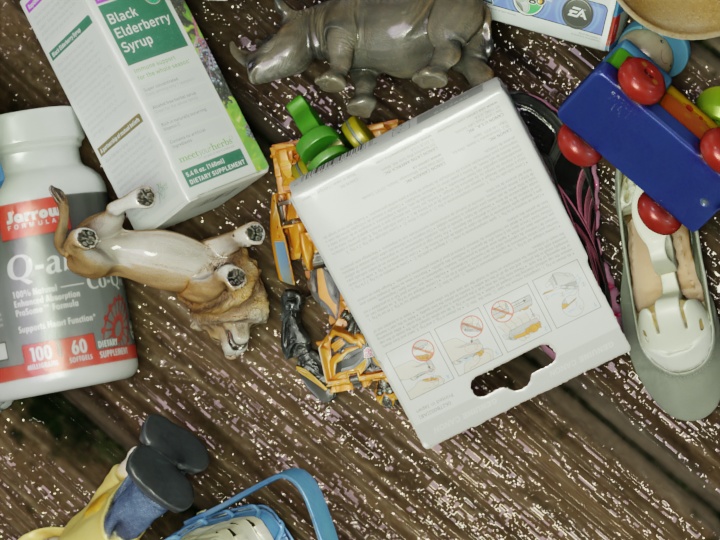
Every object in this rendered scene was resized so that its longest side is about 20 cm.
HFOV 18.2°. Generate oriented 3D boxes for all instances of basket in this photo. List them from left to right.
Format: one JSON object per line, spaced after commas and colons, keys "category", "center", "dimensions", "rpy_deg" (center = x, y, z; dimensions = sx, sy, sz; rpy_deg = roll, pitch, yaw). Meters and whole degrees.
{"category": "basket", "center": [-0.075, 0.241, 1.583], "dimensions": [0.200, 0.139, 0.177], "rpy_deg": [-22, 87, 45]}

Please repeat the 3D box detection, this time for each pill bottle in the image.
{"category": "pill bottle", "center": [-0.234, -0.011, 1.635], "dimensions": [0.115, 0.116, 0.201], "rpy_deg": [-11, 89, 15]}

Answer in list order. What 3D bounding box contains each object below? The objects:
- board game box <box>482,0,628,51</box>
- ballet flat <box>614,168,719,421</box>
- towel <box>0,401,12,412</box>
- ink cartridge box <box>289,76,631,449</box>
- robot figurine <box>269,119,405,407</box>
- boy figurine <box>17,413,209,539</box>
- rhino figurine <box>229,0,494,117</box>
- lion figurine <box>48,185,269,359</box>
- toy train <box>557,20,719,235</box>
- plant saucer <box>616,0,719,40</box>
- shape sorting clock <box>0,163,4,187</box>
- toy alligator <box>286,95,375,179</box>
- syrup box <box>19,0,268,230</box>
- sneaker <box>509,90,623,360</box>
{"category": "board game box", "center": [0.104, -0.273, 1.540], "dimensions": [0.199, 0.056, 0.197], "rpy_deg": [18, 111, 14]}
{"category": "ballet flat", "center": [0.207, 0.007, 1.548], "dimensions": [0.067, 0.064, 0.201], "rpy_deg": [-9, 90, 12]}
{"category": "towel", "center": [-0.384, 0.073, 1.695], "dimensions": [0.166, 0.086, 0.200], "rpy_deg": [-41, 82, 12]}
{"category": "ink cartridge box", "center": [0.067, -0.005, 1.502], "dimensions": [0.160, 0.050, 0.200], "rpy_deg": [-26, 105, 9]}
{"category": "robot figurine", "center": [0.000, 0.000, 1.604], "dimensions": [0.144, 0.058, 0.201], "rpy_deg": [-11, 89, 15]}
{"category": "boy figurine", "center": [-0.187, 0.180, 1.639], "dimensions": [0.064, 0.125, 0.200], "rpy_deg": [38, 132, -15]}
{"category": "rhino figurine", "center": [0.000, -0.154, 1.549], "dimensions": [0.199, 0.060, 0.088], "rpy_deg": [2, 61, 24]}
{"category": "lion figurine", "center": [-0.144, -0.007, 1.579], "dimensions": [0.199, 0.122, 0.073], "rpy_deg": [24, 67, -20]}
{"category": "toy train", "center": [0.233, -0.078, 1.496], "dimensions": [0.200, 0.116, 0.085], "rpy_deg": [40, 131, -4]}
{"category": "plant saucer", "center": [0.225, -0.253, 1.478], "dimensions": [0.035, 0.200, 0.201], "rpy_deg": [35, 104, 54]}
{"category": "shape sorting clock", "center": [-0.306, -0.068, 1.598], "dimensions": [0.200, 0.039, 0.201], "rpy_deg": [-7, 82, 56]}
{"category": "toy alligator", "center": [0.007, -0.039, 1.543], "dimensions": [0.059, 0.054, 0.200], "rpy_deg": [-37, 82, 13]}
{"category": "syrup box", "center": [-0.156, -0.135, 1.615], "dimensions": [0.081, 0.079, 0.201], "rpy_deg": [-31, 84, 51]}
{"category": "sneaker", "center": [0.128, -0.029, 1.552], "dimensions": [0.079, 0.095, 0.201], "rpy_deg": [-19, 87, 17]}
